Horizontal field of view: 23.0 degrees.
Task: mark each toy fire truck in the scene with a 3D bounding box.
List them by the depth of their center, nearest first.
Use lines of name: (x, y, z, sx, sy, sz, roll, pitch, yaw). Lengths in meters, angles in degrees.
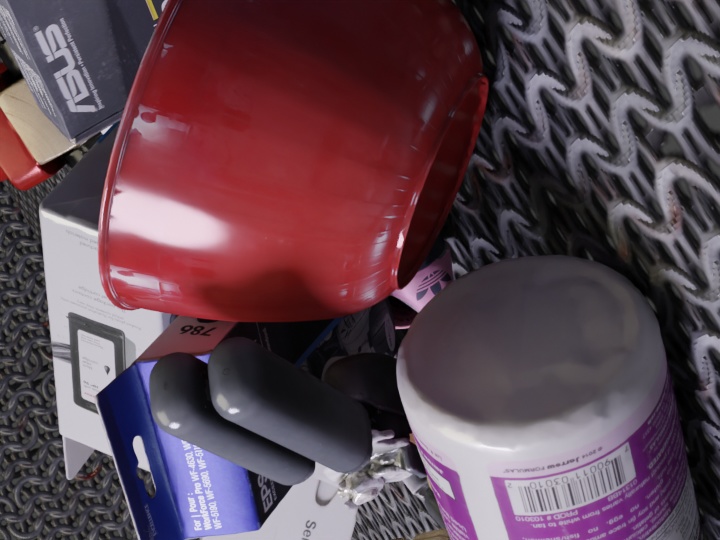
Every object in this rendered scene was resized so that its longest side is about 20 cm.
toy fire truck: (-0.203, -0.076, 1.080, 0.129, 0.200, 0.176, 58, -156, -14)

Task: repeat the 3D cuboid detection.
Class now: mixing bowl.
mixing bowl: (-0.014, -0.055, 0.736, 0.108, 0.200, 0.200, 23, 158, 9)

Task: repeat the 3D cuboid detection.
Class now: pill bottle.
pill bottle: (0.091, 0.098, 0.786, 0.112, 0.112, 0.200, 44, 160, 46)

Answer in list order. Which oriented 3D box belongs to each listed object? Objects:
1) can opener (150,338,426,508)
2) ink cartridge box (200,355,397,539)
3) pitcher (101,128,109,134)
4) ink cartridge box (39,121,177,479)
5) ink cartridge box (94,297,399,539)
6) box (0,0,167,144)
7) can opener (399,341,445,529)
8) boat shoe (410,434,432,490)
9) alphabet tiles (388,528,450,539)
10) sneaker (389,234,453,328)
can opener: (-0.025, 0.061, 0.760, 0.200, 0.053, 0.066, 29, -133, -63)
ink cartridge box: (-0.042, 0.092, 1.074, 0.200, 0.084, 0.146, -127, 51, -82)
pitcher: (-0.091, -0.143, 0.924, 0.172, 0.121, 0.200, -25, 113, 35)
ink cartridge box: (-0.100, 0.019, 0.898, 0.068, 0.116, 0.200, 20, 137, 16)
ink cartridge box: (-0.045, 0.047, 0.827, 0.039, 0.200, 0.099, 4, 122, 28)
box: (-0.101, -0.177, 0.769, 0.049, 0.161, 0.200, 44, 159, 46)
can opener: (0.064, 0.134, 1.083, 0.200, 0.053, 0.066, 52, 164, 26)
boat shoe: (0.047, 0.069, 0.966, 0.068, 0.072, 0.200, 51, 167, 20)
alphabet tiles: (0.098, 0.218, 1.034, 0.200, 0.015, 0.196, 41, 150, -14)
sneaker: (0.000, 0.000, 0.986, 0.082, 0.070, 0.200, 60, 168, 0)
